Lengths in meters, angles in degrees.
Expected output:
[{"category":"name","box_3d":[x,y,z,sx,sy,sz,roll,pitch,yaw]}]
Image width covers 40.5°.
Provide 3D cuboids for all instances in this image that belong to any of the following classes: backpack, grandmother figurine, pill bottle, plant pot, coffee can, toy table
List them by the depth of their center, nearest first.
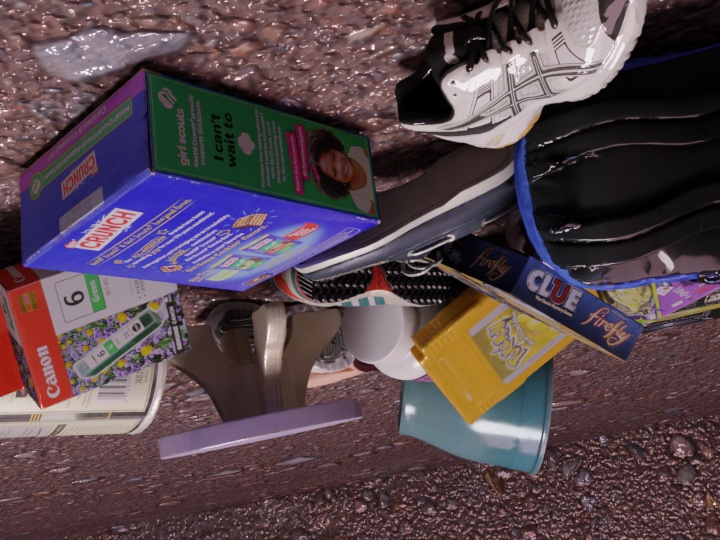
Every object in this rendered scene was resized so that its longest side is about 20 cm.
[{"category":"backpack","box_3d":[0.209,-0.066,0.694,0.199,0.164,0.168,-13,-179,3]},{"category":"coffee can","box_3d":[-0.296,0.079,0.884,0.199,0.147,0.146,5,156,-38]},{"category":"toy table","box_3d":[-0.101,0.105,0.944,0.199,0.118,0.184,-4,168,-34]},{"category":"pill bottle","box_3d":[0.072,0.067,1.085,0.112,0.113,0.199,-22,160,33]},{"category":"grandmother figurine","box_3d":[0.003,0.113,1.239,0.199,0.061,0.121,-8,173,31]},{"category":"plant pot","box_3d":[0.147,0.162,1.305,0.187,0.201,0.200,5,161,1]}]

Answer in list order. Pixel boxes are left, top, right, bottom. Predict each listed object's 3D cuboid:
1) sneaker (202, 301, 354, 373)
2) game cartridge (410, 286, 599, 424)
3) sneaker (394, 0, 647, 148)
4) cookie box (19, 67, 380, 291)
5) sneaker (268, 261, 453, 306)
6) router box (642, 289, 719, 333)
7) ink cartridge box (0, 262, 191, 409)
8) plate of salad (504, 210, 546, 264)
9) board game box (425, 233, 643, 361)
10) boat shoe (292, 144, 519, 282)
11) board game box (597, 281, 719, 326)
[{"category":"sneaker","box_3d":[-0.101,0.080,1.125,0.199,0.078,0.099,13,159,-30]},{"category":"game cartridge","box_3d":[0.159,0.061,1.030,0.200,0.032,0.176,-41,139,-1]},{"category":"sneaker","box_3d":[0.087,-0.129,0.582,0.087,0.076,0.200,1,157,-24]},{"category":"cookie box","box_3d":[-0.115,-0.052,0.703,0.199,0.076,0.171,8,155,-45]},{"category":"sneaker","box_3d":[0.000,0.000,0.960,0.199,0.071,0.093,-1,-179,-38]},{"category":"router box","box_3d":[0.390,0.032,1.243,0.199,0.053,0.157,-12,161,7]},{"category":"ink cartridge box","box_3d":[-0.243,0.046,0.783,0.199,0.110,0.050,-22,-152,-29]},{"category":"plate of salad","box_3d":[0.232,-0.045,0.893,0.199,0.048,0.201,-5,147,-3]},{"category":"board game box","box_3d":[0.128,0.009,0.839,0.135,0.035,0.200,29,180,-29]},{"category":"boat shoe","box_3d":[0.042,-0.037,0.784,0.199,0.075,0.062,-29,128,3]},{"category":"board game box","box_3d":[0.300,-0.002,1.038,0.120,0.032,0.200,38,151,-4]}]
